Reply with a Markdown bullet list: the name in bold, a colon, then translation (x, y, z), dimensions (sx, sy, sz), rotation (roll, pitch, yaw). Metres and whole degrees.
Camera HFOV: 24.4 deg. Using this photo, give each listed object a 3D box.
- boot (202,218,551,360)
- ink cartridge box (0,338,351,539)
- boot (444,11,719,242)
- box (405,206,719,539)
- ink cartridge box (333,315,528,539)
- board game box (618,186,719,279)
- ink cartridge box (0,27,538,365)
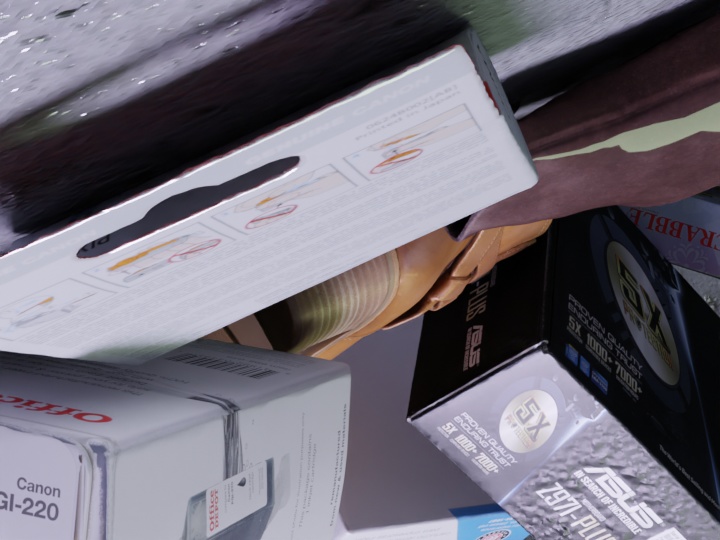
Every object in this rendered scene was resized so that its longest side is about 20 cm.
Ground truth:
- **boot**: translation (0.000, 0.000, 0.799), dimensions (0.155, 0.077, 0.200), rotation (-26, 169, -24)
- **ink cartridge box**: translation (-0.108, 0.076, 0.634), dimensions (0.145, 0.086, 0.200), rotation (8, -174, 23)
- **boot**: translation (0.129, -0.063, 0.644), dimensions (0.165, 0.073, 0.200), rotation (-20, 172, -20)
- **box**: translation (0.127, 0.065, 0.862), dimensions (0.086, 0.200, 0.164), rotation (-32, -154, 30)
- **ink cartridge box**: translation (-0.016, 0.122, 0.956), dimensions (0.146, 0.147, 0.200), rotation (-1, 148, -33)
- **board game box**: translation (0.221, -0.023, 0.988), dimensions (0.198, 0.041, 0.200), rotation (19, -171, 19)
- **ink cartridge box**: translation (-0.035, -0.026, 0.484), dimensions (0.159, 0.048, 0.200), rotation (-24, 170, 8)
